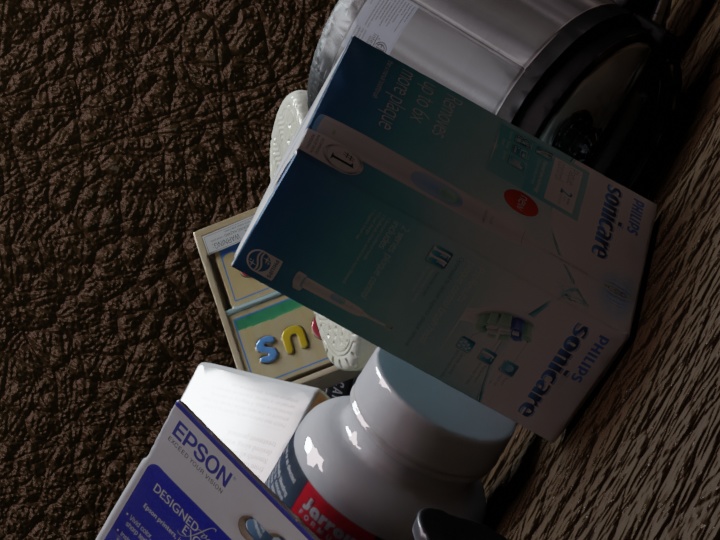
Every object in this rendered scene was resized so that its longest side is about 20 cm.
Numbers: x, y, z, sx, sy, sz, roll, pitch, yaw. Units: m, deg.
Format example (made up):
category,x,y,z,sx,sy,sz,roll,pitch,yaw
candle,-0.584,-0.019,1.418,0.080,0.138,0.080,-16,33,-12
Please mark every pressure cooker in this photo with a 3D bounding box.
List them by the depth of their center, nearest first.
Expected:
category,x,y,z,sx,sy,sz,roll,pitch,yaw
pressure cooker,0.089,-0.098,1.527,0.179,0.200,0.176,-34,-33,-40

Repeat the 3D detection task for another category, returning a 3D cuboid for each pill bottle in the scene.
category,x,y,z,sx,sy,sz,roll,pitch,yaw
pill bottle,0.001,0.141,1.437,0.200,0.119,0.120,-60,4,26

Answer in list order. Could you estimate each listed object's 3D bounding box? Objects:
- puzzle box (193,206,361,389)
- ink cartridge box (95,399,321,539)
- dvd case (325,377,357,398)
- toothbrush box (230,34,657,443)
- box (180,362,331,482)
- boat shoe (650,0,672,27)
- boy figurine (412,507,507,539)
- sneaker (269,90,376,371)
category,x,y,z,sx,sy,sz,roll,pitch,yaw
puzzle box,0.000,0.000,1.679,0.200,0.133,0.025,-22,-22,4
ink cartridge box,-0.068,0.204,1.396,0.047,0.198,0.200,-13,-39,-56
dvd case,0.017,0.036,1.816,0.150,0.025,0.200,-48,-27,-53
toothbrush box,0.049,-0.019,1.366,0.085,0.200,0.146,-57,4,32
box,-0.069,0.186,1.599,0.106,0.152,0.200,11,67,40
boat shoe,0.165,-0.128,1.671,0.200,0.072,0.072,-66,-17,16
boy figurine,0.010,0.209,1.258,0.200,0.064,0.124,-56,18,31
sneaker,0.016,-0.029,1.625,0.077,0.111,0.200,119,139,-49
